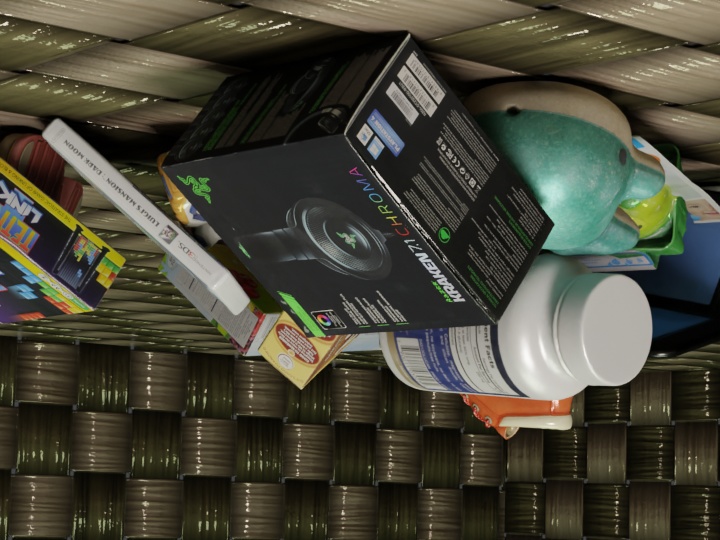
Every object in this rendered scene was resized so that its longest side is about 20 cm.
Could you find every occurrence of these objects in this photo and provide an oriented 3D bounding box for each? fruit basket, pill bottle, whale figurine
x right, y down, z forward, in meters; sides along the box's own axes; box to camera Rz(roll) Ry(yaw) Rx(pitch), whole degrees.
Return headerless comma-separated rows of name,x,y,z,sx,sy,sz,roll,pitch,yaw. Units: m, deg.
fruit basket,0.167,-0.059,1.459,0.185,0.094,0.200,-2,169,30
pill bottle,0.118,0.042,1.435,0.111,0.111,0.200,8,175,-44
whale figurine,0.134,-0.049,1.322,0.159,0.104,0.200,1,153,23

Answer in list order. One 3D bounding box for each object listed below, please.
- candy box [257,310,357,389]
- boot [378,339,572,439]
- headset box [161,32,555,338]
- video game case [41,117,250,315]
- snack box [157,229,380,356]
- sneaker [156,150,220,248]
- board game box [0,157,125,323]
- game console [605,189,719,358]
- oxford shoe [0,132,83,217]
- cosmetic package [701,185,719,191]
candy box,0.000,0.000,1.543,0.117,0.056,0.200,-43,170,-43
boot,0.100,0.093,1.645,0.200,0.107,0.075,0,-178,37
headset box,-0.008,-0.049,1.238,0.200,0.093,0.174,-5,133,47
video game case,-0.169,-0.039,1.523,0.182,0.023,0.200,42,175,6
snack box,-0.071,0.018,1.779,0.200,0.053,0.142,1,-146,-48
sneaker,-0.103,-0.067,1.511,0.088,0.075,0.200,-21,180,0
board game box,-0.308,-0.040,1.485,0.200,0.057,0.165,41,152,-25
game console,0.223,-0.006,1.534,0.200,0.176,0.116,12,166,44
oxford shoe,-0.284,-0.071,1.557,0.075,0.070,0.200,20,166,5
cosmetic package,0.246,-0.016,1.722,0.200,0.108,0.085,-4,173,27
